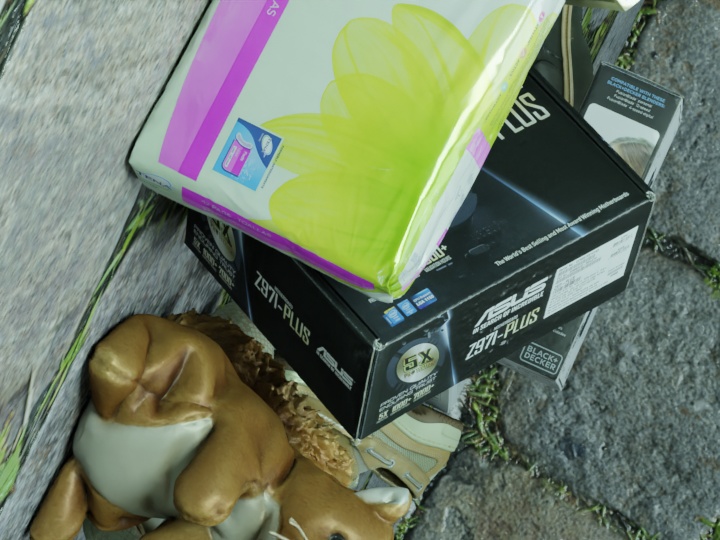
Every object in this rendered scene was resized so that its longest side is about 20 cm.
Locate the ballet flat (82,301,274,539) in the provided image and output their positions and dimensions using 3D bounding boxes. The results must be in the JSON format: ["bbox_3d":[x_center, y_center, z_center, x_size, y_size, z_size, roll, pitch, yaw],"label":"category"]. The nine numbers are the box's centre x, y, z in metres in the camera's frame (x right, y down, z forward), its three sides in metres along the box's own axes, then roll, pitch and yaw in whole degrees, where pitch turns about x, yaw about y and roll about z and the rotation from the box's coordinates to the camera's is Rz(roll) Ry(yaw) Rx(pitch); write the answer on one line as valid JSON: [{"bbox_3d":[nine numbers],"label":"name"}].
[{"bbox_3d":[-0.096,0.099,1.721,0.062,0.067,0.201,-13,-141,51],"label":"ballet flat"}]

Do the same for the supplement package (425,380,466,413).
[{"bbox_3d":[0.026,-0.021,1.856,0.152,0.150,0.200,-63,173,-11],"label":"supplement package"}]

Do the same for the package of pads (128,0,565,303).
[{"bbox_3d":[0.000,-0.101,1.399,0.201,0.154,0.068,-63,171,-6],"label":"package of pads"}]

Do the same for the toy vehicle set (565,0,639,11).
[{"bbox_3d":[0.079,-0.195,1.478,0.026,0.124,0.200,-40,-165,-6],"label":"toy vehicle set"}]

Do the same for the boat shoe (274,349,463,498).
[{"bbox_3d":[-0.006,0.110,1.876,0.200,0.071,0.077,25,87,-45],"label":"boat shoe"}]

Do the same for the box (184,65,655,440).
[{"bbox_3d":[0.032,-0.029,1.549,0.199,0.164,0.086,-27,150,-27],"label":"box"}]

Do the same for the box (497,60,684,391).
[{"bbox_3d":[0.143,-0.027,1.842,0.117,0.060,0.201,38,76,-83],"label":"box"}]

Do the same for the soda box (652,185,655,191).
[{"bbox_3d":[0.112,-0.070,2.093,0.064,0.199,0.068,-57,172,-27],"label":"soda box"}]

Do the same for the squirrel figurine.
[{"bbox_3d":[-0.059,0.110,1.591,0.142,0.186,0.200,-67,172,24],"label":"squirrel figurine"}]

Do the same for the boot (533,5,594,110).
[{"bbox_3d":[0.089,-0.189,2.047,0.077,0.138,0.201,133,-48,-55],"label":"boot"}]
